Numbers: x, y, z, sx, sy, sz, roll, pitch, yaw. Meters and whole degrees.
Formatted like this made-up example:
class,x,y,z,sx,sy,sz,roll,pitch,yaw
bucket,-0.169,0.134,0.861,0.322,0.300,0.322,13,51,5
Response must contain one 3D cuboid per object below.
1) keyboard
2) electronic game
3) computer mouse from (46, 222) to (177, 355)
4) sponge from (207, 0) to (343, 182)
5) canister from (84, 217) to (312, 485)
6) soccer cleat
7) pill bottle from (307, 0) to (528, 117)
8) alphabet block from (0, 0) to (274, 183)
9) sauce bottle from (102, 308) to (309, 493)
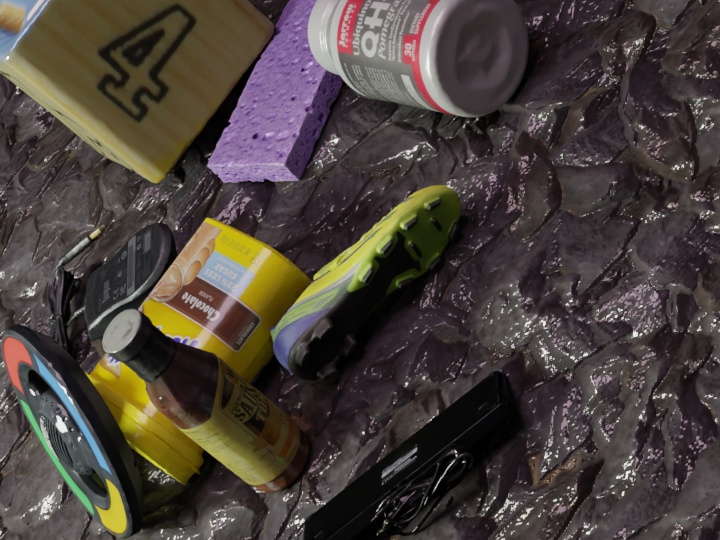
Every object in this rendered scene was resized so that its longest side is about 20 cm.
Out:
class,x,y,z,sx,sy,sz,roll,pitch,yaw
keyboard,0.040,0.162,1.602,0.200,0.040,0.104,-40,14,15
electronic game,-0.241,0.134,1.782,0.041,0.201,0.200,-31,31,-20
computer mouse,-0.226,0.006,2.006,0.200,0.046,0.141,-41,39,32
sponge,-0.062,-0.174,2.004,0.111,0.030,0.201,-1,58,47
canister,-0.141,0.064,1.826,0.201,0.087,0.148,-54,36,-9
soccer cleat,-0.001,0.000,1.750,0.200,0.065,0.084,-48,39,3
pill bottle,0.043,-0.198,1.846,0.199,0.111,0.111,17,70,52
alphabet block,-0.238,-0.231,2.076,0.197,0.200,0.195,-53,28,-4
sauce bottle,-0.121,0.101,1.672,0.066,0.200,0.066,-25,43,26
